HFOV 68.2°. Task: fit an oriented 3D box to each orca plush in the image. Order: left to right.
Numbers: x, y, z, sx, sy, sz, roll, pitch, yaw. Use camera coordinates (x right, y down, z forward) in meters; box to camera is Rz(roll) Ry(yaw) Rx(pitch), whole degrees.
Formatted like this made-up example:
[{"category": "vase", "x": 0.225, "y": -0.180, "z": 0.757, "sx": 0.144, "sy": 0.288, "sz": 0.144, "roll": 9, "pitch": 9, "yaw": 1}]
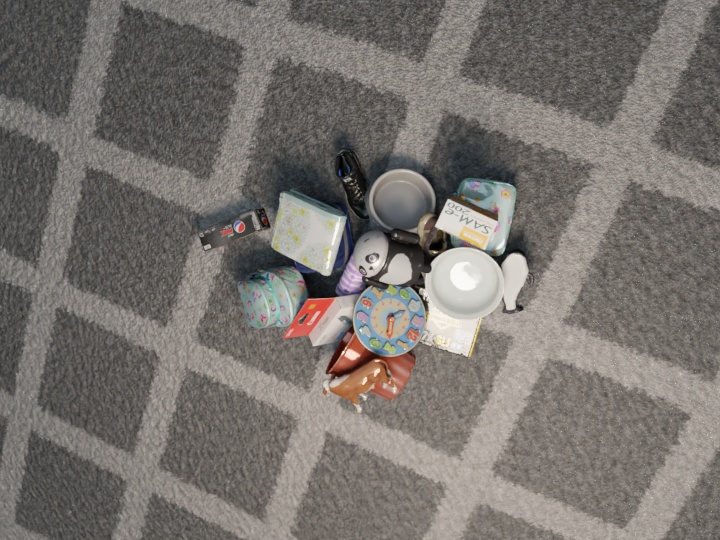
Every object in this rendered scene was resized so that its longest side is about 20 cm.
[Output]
[{"category": "orca plush", "x": 0.415, "y": 0.020, "z": 1.413, "sx": 0.105, "sy": 0.071, "sz": 0.200, "roll": -2, "pitch": 123, "yaw": 30}]

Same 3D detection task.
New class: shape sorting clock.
[{"category": "shape sorting clock", "x": 0.078, "y": 0.127, "z": 1.406, "sx": 0.199, "sy": 0.039, "sz": 0.201, "roll": 1, "pitch": 88, "yaw": -15}]

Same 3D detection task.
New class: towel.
[{"category": "towel", "x": -0.139, "y": -0.102, "z": 1.390, "sx": 0.200, "sy": 0.048, "sz": 0.172, "roll": 26, "pitch": 117, "yaw": 22}]

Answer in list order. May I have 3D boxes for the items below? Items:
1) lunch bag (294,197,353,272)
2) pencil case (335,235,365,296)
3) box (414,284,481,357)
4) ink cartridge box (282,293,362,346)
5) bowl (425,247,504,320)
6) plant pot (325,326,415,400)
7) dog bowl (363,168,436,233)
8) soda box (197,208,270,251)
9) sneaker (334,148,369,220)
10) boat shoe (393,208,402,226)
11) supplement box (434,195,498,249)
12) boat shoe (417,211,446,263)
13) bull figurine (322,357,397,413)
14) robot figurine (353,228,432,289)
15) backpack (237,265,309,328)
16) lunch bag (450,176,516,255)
[{"category": "lunch bag", "x": -0.106, "y": -0.101, "z": 1.475, "sx": 0.136, "sy": 0.132, "sz": 0.201, "roll": -2, "pitch": 101, "yaw": 30}, {"category": "pencil case", "x": 0.000, "y": 0.000, "z": 1.463, "sx": 0.085, "sy": 0.084, "sz": 0.200, "roll": 26, "pitch": 123, "yaw": 1}, {"category": "box", "x": 0.231, "y": 0.138, "z": 1.488, "sx": 0.200, "sy": 0.049, "sz": 0.160, "roll": 16, "pitch": 106, "yaw": 9}, {"category": "ink cartridge box", "x": -0.098, "y": 0.142, "z": 1.466, "sx": 0.200, "sy": 0.176, "sz": 0.045, "roll": -54, "pitch": 52, "yaw": 43}, {"category": "bowl", "x": 0.275, "y": 0.022, "z": 1.397, "sx": 0.201, "sy": 0.090, "sz": 0.202, "roll": 5, "pitch": 110, "yaw": 14}, {"category": "plant pot", "x": 0.036, "y": 0.252, "z": 1.489, "sx": 0.195, "sy": 0.201, "sz": 0.201, "roll": 32, "pitch": 106, "yaw": -4}, {"category": "dog bowl", "x": 0.108, "y": -0.177, "z": 1.405, "sx": 0.200, "sy": 0.059, "sz": 0.201, "roll": 0, "pitch": 80, "yaw": -3}, {"category": "soda box", "x": -0.370, "y": -0.119, "z": 1.559, "sx": 0.200, "sy": 0.071, "sz": 0.063, "roll": -18, "pitch": 95, "yaw": 15}, {"category": "sneaker", "x": -0.025, "y": -0.228, "z": 1.439, "sx": 0.073, "sy": 0.112, "sz": 0.200, "roll": -16, "pitch": 97, "yaw": 16}, {"category": "boat shoe", "x": 0.109, "y": -0.074, "z": 1.464, "sx": 0.065, "sy": 0.072, "sz": 0.200, "roll": -20, "pitch": 90, "yaw": 21}, {"category": "supplement box", "x": 0.259, "y": -0.120, "z": 1.271, "sx": 0.126, "sy": 0.200, "sz": 0.074, "roll": 26, "pitch": 106, "yaw": 8}, {"category": "boat shoe", "x": 0.193, "y": -0.065, "z": 1.393, "sx": 0.072, "sy": 0.200, "sz": 0.065, "roll": -30, "pitch": 52, "yaw": -15}, {"category": "bull figurine", "x": -0.004, "y": 0.299, "z": 1.383, "sx": 0.200, "sy": 0.065, "sz": 0.121, "roll": -31, "pitch": 116, "yaw": 22}, {"category": "robot figurine", "x": 0.080, "y": -0.026, "z": 1.339, "sx": 0.200, "sy": 0.125, "sz": 0.151, "roll": 17, "pitch": 86, "yaw": -23}, {"category": "backpack", "x": -0.240, "y": 0.076, "z": 1.493, "sx": 0.200, "sy": 0.150, "sz": 0.178, "roll": -9, "pitch": 98, "yaw": 42}, {"category": "lunch bag", "x": 0.317, "y": -0.147, "z": 1.397, "sx": 0.160, "sy": 0.077, "sz": 0.201, "roll": 11, "pitch": 103, "yaw": 12}]
